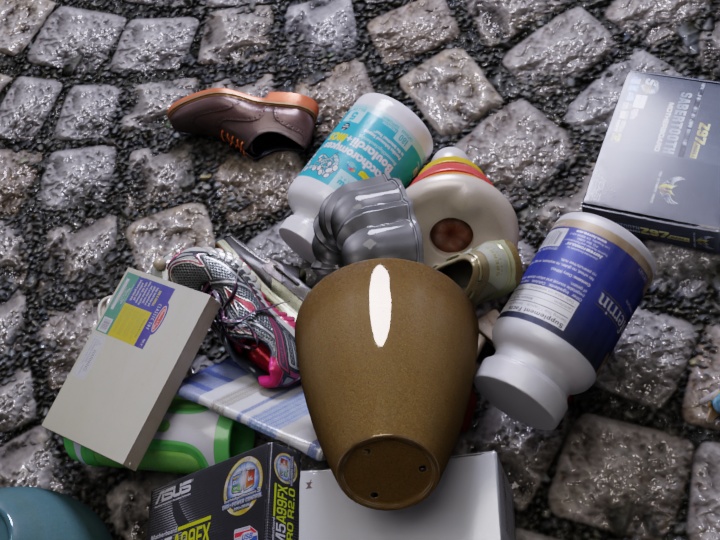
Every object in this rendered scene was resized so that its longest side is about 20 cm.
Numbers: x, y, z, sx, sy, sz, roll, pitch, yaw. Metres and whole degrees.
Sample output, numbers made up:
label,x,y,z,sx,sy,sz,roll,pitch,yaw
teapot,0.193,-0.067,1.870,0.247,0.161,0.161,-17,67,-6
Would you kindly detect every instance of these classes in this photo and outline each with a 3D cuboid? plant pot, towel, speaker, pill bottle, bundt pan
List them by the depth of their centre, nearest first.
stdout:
label,x,y,z,sx,sy,sz,roll,pitch,yaw
plant pot,0.027,0.122,1.175,0.186,0.187,0.200,-13,35,9
pill bottle,0.202,0.051,1.248,0.115,0.116,0.200,24,70,27
plant pot,-0.374,0.310,1.312,0.199,0.135,0.201,-7,58,12
bundt pan,0.000,0.000,1.320,0.075,0.202,0.202,-6,55,-18
towel,-0.086,0.144,1.338,0.199,0.147,0.024,19,110,25
speaker,-0.221,0.180,1.370,0.199,0.089,0.089,2,61,18
pill bottle,-0.010,-0.102,1.464,0.111,0.111,0.200,27,71,28

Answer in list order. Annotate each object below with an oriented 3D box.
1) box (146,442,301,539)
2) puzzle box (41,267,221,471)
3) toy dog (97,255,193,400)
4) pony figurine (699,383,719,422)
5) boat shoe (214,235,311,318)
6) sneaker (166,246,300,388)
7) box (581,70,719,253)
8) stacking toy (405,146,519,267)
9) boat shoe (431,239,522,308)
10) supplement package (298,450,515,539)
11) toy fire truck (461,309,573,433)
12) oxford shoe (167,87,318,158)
label,x,y,z,sx,sy,sz,roll,pitch,yaw
box,-0.144,0.278,1.261,0.200,0.044,0.161,-26,51,38
puzzle box,-0.245,0.102,1.339,0.133,0.025,0.201,17,73,36
toy dog,-0.246,0.065,1.442,0.131,0.096,0.200,-23,57,2
pony figurine,0.439,0.074,1.221,0.193,0.166,0.200,6,60,56
boat shoe,-0.087,0.025,1.439,0.066,0.072,0.201,-38,64,-18
sneaker,-0.137,0.048,1.368,0.200,0.081,0.075,39,31,16
box,0.353,-0.126,1.407,0.157,0.051,0.201,14,65,22
stacking toy,0.104,-0.079,1.418,0.146,0.147,0.200,-10,29,10
boat shoe,0.087,0.025,1.291,0.063,0.201,0.073,-7,75,-34
supplement package,0.048,0.277,1.220,0.199,0.111,0.156,-8,58,12
toy fire truck,0.170,0.081,1.338,0.140,0.049,0.201,8,63,20
oxford shoe,-0.155,-0.183,1.581,0.199,0.071,0.073,0,65,16
